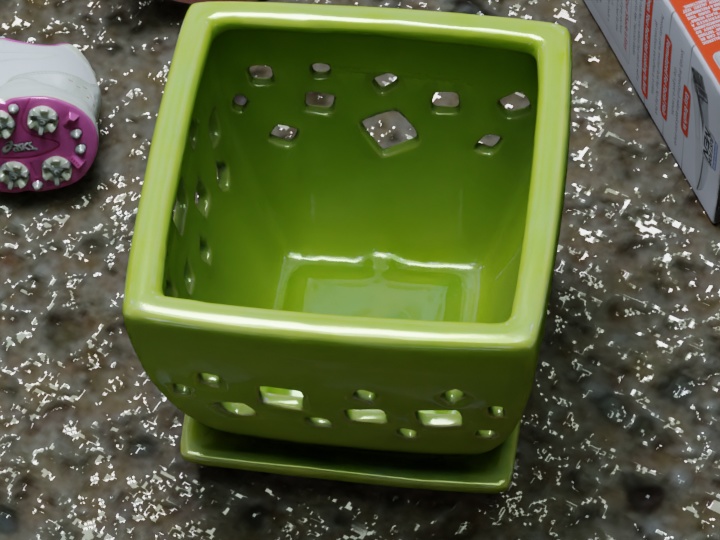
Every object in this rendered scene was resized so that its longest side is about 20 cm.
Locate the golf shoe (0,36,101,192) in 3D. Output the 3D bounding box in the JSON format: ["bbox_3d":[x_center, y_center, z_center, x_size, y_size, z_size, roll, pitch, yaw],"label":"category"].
[{"bbox_3d":[-0.239,-0.091,1.502,0.199,0.075,0.092,4,40,3],"label":"golf shoe"}]

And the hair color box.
[{"bbox_3d":[0.180,-0.139,1.482,0.064,0.111,0.200,-18,57,-10],"label":"hair color box"}]

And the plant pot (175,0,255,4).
[{"bbox_3d":[-0.092,-0.292,1.564,0.200,0.201,0.195,-20,48,-11],"label":"plant pot"}]

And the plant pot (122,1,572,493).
[{"bbox_3d":[0.000,0.000,1.350,0.199,0.182,0.200,5,56,6],"label":"plant pot"}]
